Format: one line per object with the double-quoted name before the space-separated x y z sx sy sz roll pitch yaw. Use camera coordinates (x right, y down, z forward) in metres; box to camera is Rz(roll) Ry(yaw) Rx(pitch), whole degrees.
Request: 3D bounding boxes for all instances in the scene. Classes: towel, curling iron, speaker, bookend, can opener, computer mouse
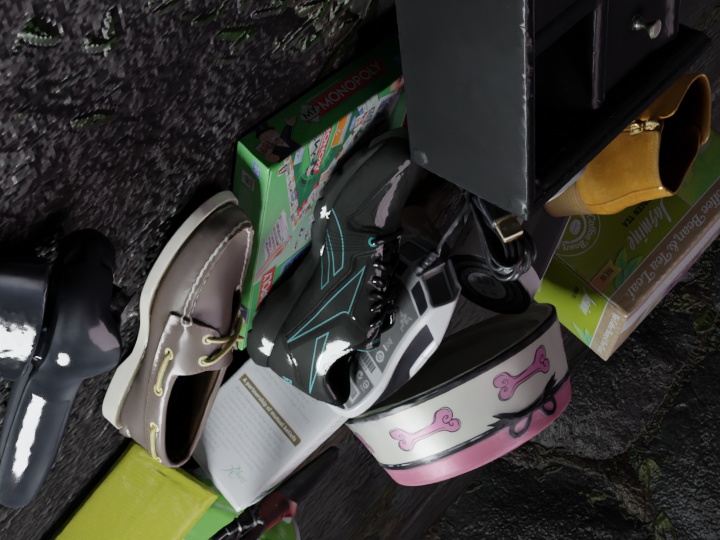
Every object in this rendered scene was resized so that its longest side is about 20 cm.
"towel" -0.197 0.219 0.847 0.086 0.018 0.201 39 91 -32
"curling iron" -0.057 0.174 0.879 0.049 0.026 0.199 -42 172 24
"speaker" 0.145 -0.067 0.992 0.202 0.080 0.082 -61 170 -26
"bookend" 0.116 -0.173 0.654 0.199 0.091 0.201 -40 142 -29
"can opener" -0.165 0.053 0.606 0.201 0.077 0.064 117 -17 -46
"computer mouse" 0.038 0.017 0.789 0.043 0.110 0.201 10 127 -46

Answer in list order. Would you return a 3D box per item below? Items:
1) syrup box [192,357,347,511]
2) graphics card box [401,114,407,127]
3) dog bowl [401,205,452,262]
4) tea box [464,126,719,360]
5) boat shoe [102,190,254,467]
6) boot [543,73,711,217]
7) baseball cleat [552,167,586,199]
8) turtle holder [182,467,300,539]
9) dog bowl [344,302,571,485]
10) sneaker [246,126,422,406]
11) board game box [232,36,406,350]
"syrup box" -0.036 0.081 0.882 0.200 0.082 0.079 -43 172 8
"graphics card box" 0.100 -0.147 0.842 0.126 0.051 0.199 -55 164 16
"dog bowl" 0.010 0.041 1.009 0.200 0.059 0.201 -45 164 -17
"tea box" 0.233 -0.064 1.115 0.200 0.196 0.134 -45 163 -13
"boat shoe" -0.102 0.041 0.712 0.071 0.059 0.202 -28 153 -50
"boot" 0.215 -0.138 0.915 0.143 0.070 0.205 -14 -121 55
"baseball cleat" 0.156 -0.140 0.824 0.201 0.069 0.107 -55 160 -23
"turtle holder" -0.099 0.230 0.942 0.132 0.182 0.144 -64 154 -75
"dog bowl" 0.085 0.104 0.957 0.198 0.075 0.200 -27 -176 2
"sneaker" 0.000 0.000 0.757 0.075 0.079 0.202 -22 147 -54
"board game box" -0.031 -0.045 0.763 0.134 0.029 0.201 -39 161 -30
